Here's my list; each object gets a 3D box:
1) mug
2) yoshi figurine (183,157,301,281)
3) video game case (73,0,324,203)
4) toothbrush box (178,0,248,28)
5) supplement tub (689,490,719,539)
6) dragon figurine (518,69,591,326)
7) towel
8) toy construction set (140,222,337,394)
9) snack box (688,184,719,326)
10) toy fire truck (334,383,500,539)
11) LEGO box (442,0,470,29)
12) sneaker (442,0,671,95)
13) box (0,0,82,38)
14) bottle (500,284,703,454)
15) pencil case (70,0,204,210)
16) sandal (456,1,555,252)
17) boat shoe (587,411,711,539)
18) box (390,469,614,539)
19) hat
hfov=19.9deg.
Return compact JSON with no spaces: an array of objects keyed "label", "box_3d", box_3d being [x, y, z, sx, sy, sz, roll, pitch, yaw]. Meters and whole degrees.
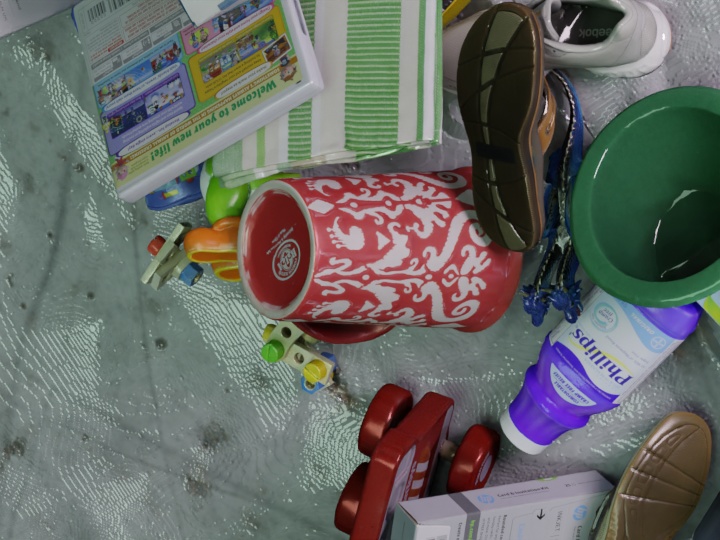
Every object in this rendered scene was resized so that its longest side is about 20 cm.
[{"label":"mug","box_3d":[0.007,0.003,1.632,0.133,0.199,0.179,40,121,44]},{"label":"yoshi figurine","box_3d":[-0.121,-0.098,1.687,0.112,0.111,0.202,-27,59,57]},{"label":"video game case","box_3d":[-0.132,-0.177,1.626,0.199,0.022,0.184,-28,65,25]},{"label":"toothbrush box","box_3d":[-0.046,-0.266,1.491,0.146,0.200,0.086,-29,96,30]},{"label":"supplement tub","box_3d":[0.330,0.233,1.623,0.140,0.140,0.201,32,119,11]},{"label":"dragon figurine","box_3d":[0.160,-0.057,1.619,0.058,0.099,0.202,6,111,23]},{"label":"towel","box_3d":[-0.026,-0.148,1.587,0.198,0.023,0.154,-9,70,29]},{"label":"toy construction set","box_3d":[-0.085,0.009,1.775,0.199,0.092,0.132,32,120,-1]},{"label":"snack box","box_3d":[0.343,0.008,1.582,0.200,0.053,0.142,47,123,5]},{"label":"toy fire truck","box_3d":[0.027,0.202,1.741,0.111,0.168,0.202,24,117,16]},{"label":"LEGO box","box_3d":[-0.002,-0.232,1.644,0.149,0.077,0.200,46,121,3]},{"label":"sneaker","box_3d":[0.132,-0.184,1.579,0.198,0.092,0.077,-8,76,24]},{"label":"box","box_3d":[-0.344,-0.286,1.717,0.130,0.200,0.201,-14,103,29]},{"label":"bottle","box_3d":[0.190,0.071,1.673,0.083,0.065,0.200,43,121,3]},{"label":"pencil case","box_3d":[-0.181,-0.153,1.761,0.077,0.087,0.202,-22,101,-9]},{"label":"sandal","box_3d":[0.121,-0.111,1.559,0.081,0.054,0.202,18,126,43]},{"label":"boat shoe","box_3d":[0.223,0.205,1.689,0.073,0.065,0.201,26,91,-16]},{"label":"box","box_3d":[0.113,0.254,1.713,0.041,0.198,0.157,42,132,53]},{"label":"hat","box_3d":[0.267,-0.014,1.573,0.164,0.176,0.202,-3,68,31]}]
